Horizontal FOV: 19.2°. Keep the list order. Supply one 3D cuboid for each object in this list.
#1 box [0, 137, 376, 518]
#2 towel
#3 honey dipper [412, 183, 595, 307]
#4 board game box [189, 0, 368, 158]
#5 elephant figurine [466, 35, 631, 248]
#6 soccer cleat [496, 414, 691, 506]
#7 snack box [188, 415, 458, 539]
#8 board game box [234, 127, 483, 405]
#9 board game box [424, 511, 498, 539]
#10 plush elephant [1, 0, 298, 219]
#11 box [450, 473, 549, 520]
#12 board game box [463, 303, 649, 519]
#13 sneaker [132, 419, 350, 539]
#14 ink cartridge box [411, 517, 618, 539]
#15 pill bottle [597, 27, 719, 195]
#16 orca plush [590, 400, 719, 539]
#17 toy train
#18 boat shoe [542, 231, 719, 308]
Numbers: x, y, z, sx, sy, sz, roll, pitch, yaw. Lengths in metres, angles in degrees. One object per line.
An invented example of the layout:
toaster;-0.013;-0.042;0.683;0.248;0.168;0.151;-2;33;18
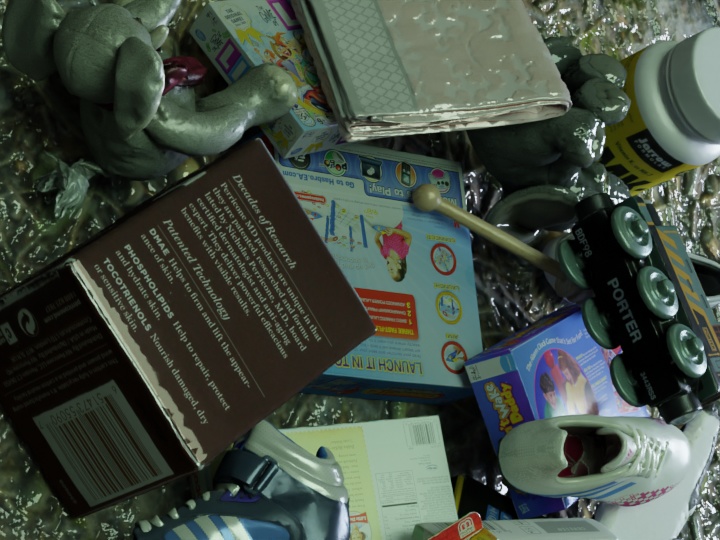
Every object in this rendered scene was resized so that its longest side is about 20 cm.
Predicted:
box;-0.135;0.041;1.478;0.200;0.166;0.164;-37;98;-42
towel;0.048;-0.192;1.679;0.191;0.032;0.200;-8;55;-20
honey dipper;0.125;-0.018;1.728;0.200;0.038;0.038;26;58;-22
board game box;-0.025;-0.163;1.695;0.200;0.034;0.134;-17;63;-49
elephant figurine;0.153;-0.081;1.765;0.155;0.200;0.142;27;53;21
soccer cleat;0.197;0.145;1.632;0.200;0.086;0.070;1;77;-38
snack box;-0.025;0.174;1.578;0.200;0.037;0.116;-3;74;-27
board game box;0.000;0.000;1.682;0.200;0.056;0.196;8;69;-38
board game box;0.077;0.277;1.544;0.096;0.030;0.200;-29;117;-19
plush elephant;-0.164;-0.148;1.520;0.165;0.155;0.200;34;60;20
box;0.126;0.274;1.688;0.200;0.049;0.160;30;54;-27
board game box;0.168;0.108;1.744;0.200;0.045;0.135;-23;94;-59
sneaker;-0.106;0.169;1.486;0.200;0.081;0.146;5;64;-7
ink cartridge box;0.101;0.286;1.604;0.161;0.050;0.200;2;108;-31
pill bottle;0.249;-0.131;1.842;0.114;0.200;0.114;16;64;-35
orca plush;0.225;0.177;1.745;0.105;0.071;0.200;38;60;-23
toy train;0.234;0.029;1.707;0.114;0.085;0.200;-1;63;-52
boat shoe;0.250;0.004;1.880;0.200;0.069;0.072;19;62;-34
